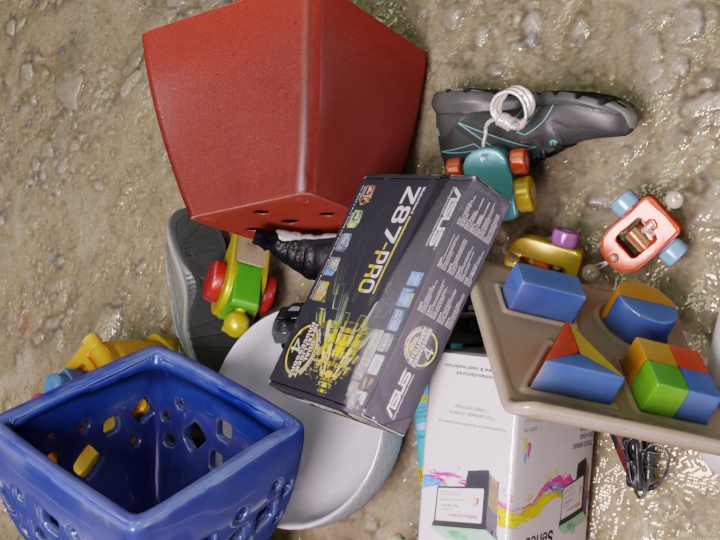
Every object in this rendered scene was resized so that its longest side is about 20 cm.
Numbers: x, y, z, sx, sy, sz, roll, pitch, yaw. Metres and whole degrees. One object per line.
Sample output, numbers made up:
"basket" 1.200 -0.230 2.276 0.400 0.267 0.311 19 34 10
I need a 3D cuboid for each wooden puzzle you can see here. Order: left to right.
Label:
"wooden puzzle" 0.177 0.051 0.880 0.200 0.185 0.046 -103 30 -57

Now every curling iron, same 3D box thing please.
"curling iron" 0.207 0.091 0.983 0.050 0.025 0.201 124 140 -48

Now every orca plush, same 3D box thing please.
"orca plush" 0.000 0.000 1.066 0.105 0.199 0.071 118 162 -53

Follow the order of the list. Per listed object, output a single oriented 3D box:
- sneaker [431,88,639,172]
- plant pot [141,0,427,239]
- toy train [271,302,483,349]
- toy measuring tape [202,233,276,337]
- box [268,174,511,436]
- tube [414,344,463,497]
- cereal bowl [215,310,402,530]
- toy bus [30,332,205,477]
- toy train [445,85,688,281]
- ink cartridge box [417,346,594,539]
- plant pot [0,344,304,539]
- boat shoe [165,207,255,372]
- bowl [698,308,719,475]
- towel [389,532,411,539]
"sneaker" 0.152 -0.120 1.049 0.200 0.075 0.080 7 98 40
"plant pot" -0.067 -0.128 1.102 0.199 0.200 0.177 -10 74 31
"toy train" 0.022 0.046 1.035 0.199 0.034 0.046 0 46 9
"toy measuring tape" -0.117 -0.013 1.189 0.073 0.074 0.200 -23 45 28
"box" 0.019 0.021 0.944 0.161 0.049 0.200 10 72 58
"tube" 0.074 0.135 1.057 0.077 0.050 0.201 -20 72 53
"cereal bowl" -0.040 0.138 1.105 0.200 0.083 0.201 -7 77 33
"toy bus" -0.266 0.162 1.185 0.136 0.192 0.200 46 108 29
"toy train" 0.170 -0.056 1.003 0.200 0.056 0.150 43 111 8
"ink cartridge box" 0.118 0.163 0.944 0.084 0.145 0.201 5 91 35
"plant pot" -0.181 0.204 1.022 0.200 0.200 0.180 22 121 34
"boat shoe" -0.159 0.036 1.218 0.065 0.074 0.203 -51 53 56
"bowl" 0.346 0.076 0.872 0.199 0.075 0.201 12 86 34
"towel" 0.067 0.330 0.990 0.200 0.036 0.149 52 143 31
